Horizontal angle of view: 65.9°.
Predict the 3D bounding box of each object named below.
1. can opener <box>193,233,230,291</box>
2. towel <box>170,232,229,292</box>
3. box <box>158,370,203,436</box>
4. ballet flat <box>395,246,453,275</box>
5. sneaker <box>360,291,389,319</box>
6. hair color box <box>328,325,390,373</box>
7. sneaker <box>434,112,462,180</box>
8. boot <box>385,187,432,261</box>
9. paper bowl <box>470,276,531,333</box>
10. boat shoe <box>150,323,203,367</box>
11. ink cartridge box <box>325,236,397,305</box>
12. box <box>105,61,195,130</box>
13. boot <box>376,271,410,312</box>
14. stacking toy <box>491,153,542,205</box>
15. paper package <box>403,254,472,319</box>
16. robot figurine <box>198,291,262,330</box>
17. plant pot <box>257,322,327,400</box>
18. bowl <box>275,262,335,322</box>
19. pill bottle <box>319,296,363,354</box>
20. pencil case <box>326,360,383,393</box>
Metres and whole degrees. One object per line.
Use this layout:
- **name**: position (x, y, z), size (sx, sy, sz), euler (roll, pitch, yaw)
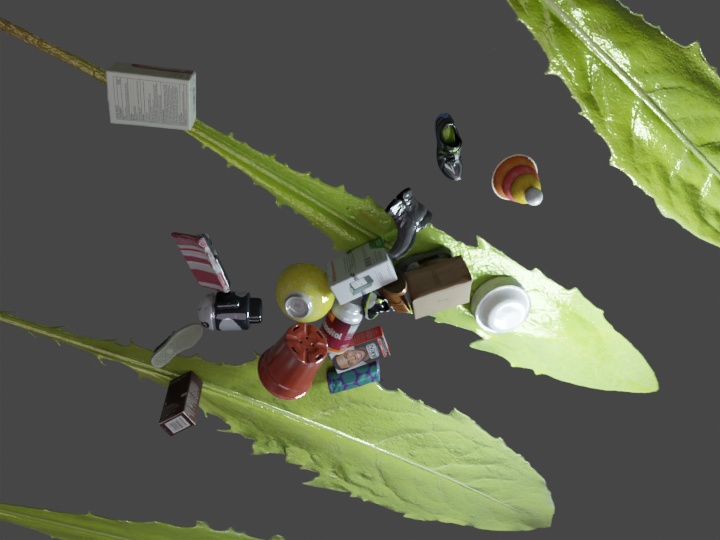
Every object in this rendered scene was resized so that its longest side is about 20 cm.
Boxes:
- **can opener**: position (-0.455, -0.019, 1.688), size (0.053, 0.067, 0.202), euler (-16, 118, 3)
- **towel**: position (-0.479, -0.022, 1.659), size (0.143, 0.023, 0.202), euler (11, 134, 36)
- **box**: position (-0.601, 0.444, 1.870), size (0.099, 0.201, 0.075), euler (-27, 119, 8)
- **ballet flat**: position (0.204, -0.020, 1.789), size (0.197, 0.064, 0.068), euler (-21, 120, 5)
- **sneaker**: position (0.054, 0.123, 1.789), size (0.082, 0.200, 0.073), euler (18, 78, 13)
- **hair color box**: position (-0.006, 0.277, 1.940), size (0.197, 0.062, 0.102), euler (-20, 123, 4)
- **sneaker**: position (0.254, -0.345, 1.588), size (0.070, 0.083, 0.202), euler (-15, 122, 1)
- **boot**: position (0.117, -0.141, 1.682), size (0.131, 0.070, 0.201), euler (40, 77, -26)
- **paper bowl**: position (0.487, 0.130, 1.901), size (0.197, 0.105, 0.203), euler (-4, 123, -6)
- **boat shoe**: position (-0.605, 0.238, 1.828), size (0.199, 0.062, 0.075), euler (-39, 115, -3)
- **ink cartridge box**: position (0.000, 0.000, 1.724), size (0.198, 0.147, 0.085), euler (-24, 123, 7)
- **box**: position (-0.522, -0.439, 1.399), size (0.197, 0.109, 0.129), euler (4, 121, -10)
- **boot**: position (0.118, 0.078, 1.767), size (0.073, 0.200, 0.156), euler (-39, 116, -10)
- **stacking toy**: position (0.477, -0.239, 1.617), size (0.144, 0.201, 0.148), euler (-4, 123, -6)
- **paper package**: position (0.247, 0.057, 1.777), size (0.197, 0.105, 0.191), euler (-18, 155, 1)
- **robot figurine**: position (-0.410, 0.130, 1.752), size (0.197, 0.125, 0.152), euler (0, 122, -9)
- **plant pot**: position (-0.209, 0.284, 1.801), size (0.198, 0.203, 0.196), euler (20, 135, -19)
- **bowl**: position (-0.185, 0.089, 1.740), size (0.197, 0.108, 0.203), euler (5, 118, 10)
- **pill bottle**: position (-0.063, 0.169, 1.836), size (0.112, 0.113, 0.202), euler (17, 116, -18)
- **pencil case**: position (-0.023, 0.377, 1.984), size (0.197, 0.092, 0.086), euler (-14, 89, 2)
